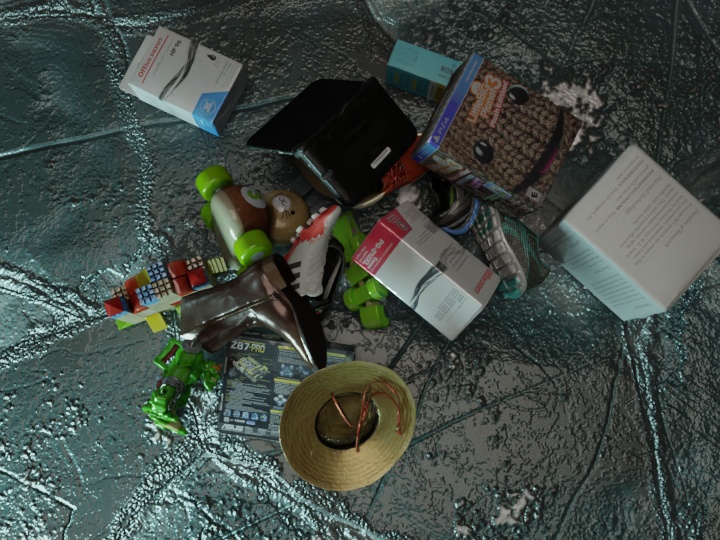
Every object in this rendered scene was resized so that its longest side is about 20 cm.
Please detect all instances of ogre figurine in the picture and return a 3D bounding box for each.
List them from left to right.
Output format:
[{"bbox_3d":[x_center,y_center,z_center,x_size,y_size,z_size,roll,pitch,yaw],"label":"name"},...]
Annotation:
[{"bbox_3d":[-0.273,0.170,1.071,0.098,0.200,0.120,17,66,15],"label":"ogre figurine"}]

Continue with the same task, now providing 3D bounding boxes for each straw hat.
[{"bbox_3d":[-0.022,0.216,1.055,0.200,0.085,0.202,-1,99,-9],"label":"straw hat"}]

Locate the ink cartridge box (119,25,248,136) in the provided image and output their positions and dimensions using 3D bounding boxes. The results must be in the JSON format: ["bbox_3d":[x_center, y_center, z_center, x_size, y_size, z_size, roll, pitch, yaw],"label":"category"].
[{"bbox_3d":[-0.305,-0.325,1.204,0.199,0.068,0.116,25,82,4],"label":"ink cartridge box"}]

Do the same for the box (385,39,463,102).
[{"bbox_3d":[0.144,-0.315,1.199,0.199,0.082,0.049,21,83,3],"label":"box"}]

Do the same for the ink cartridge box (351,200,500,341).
[{"bbox_3d":[0.106,-0.004,1.111,0.200,0.145,0.084,40,116,5],"label":"ink cartridge box"}]

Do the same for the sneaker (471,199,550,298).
[{"bbox_3d":[0.245,-0.055,1.175,0.091,0.078,0.201,-14,80,-24],"label":"sneaker"}]

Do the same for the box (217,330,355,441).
[{"bbox_3d":[-0.115,0.185,1.118,0.199,0.049,0.162,7,100,2],"label":"box"}]

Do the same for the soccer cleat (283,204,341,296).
[{"bbox_3d":[-0.077,-0.009,1.060,0.085,0.069,0.200,39,110,0],"label":"soccer cleat"}]

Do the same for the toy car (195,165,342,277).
[{"bbox_3d":[-0.133,-0.091,1.138,0.199,0.158,0.165,-25,65,-20],"label":"toy car"}]

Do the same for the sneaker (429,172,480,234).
[{"bbox_3d":[0.157,-0.160,1.158,0.082,0.071,0.201,17,78,-29],"label":"sneaker"}]

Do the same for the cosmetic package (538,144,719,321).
[{"bbox_3d":[0.418,-0.052,1.117,0.200,0.167,0.166,43,83,5],"label":"cosmetic package"}]

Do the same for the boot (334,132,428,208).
[{"bbox_3d":[0.052,-0.157,1.155,0.199,0.107,0.075,-29,107,-3],"label":"boot"}]

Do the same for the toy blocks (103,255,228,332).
[{"bbox_3d":[-0.310,0.028,1.115,0.199,0.137,0.100,-22,82,-4],"label":"toy blocks"}]

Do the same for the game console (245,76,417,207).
[{"bbox_3d":[-0.040,-0.203,1.107,0.176,0.116,0.200,48,58,-13],"label":"game console"}]

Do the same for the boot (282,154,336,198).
[{"bbox_3d":[-0.036,-0.216,1.155,0.166,0.072,0.200,-37,51,-9],"label":"boot"}]

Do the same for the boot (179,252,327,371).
[{"bbox_3d":[-0.164,0.092,1.051,0.199,0.064,0.187,-26,86,21],"label":"boot"}]

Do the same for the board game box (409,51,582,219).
[{"bbox_3d":[0.205,-0.201,1.093,0.199,0.097,0.160,28,80,-8],"label":"board game box"}]

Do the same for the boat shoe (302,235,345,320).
[{"bbox_3d":[-0.081,0.041,1.128,0.073,0.063,0.202,20,103,-13],"label":"boat shoe"}]

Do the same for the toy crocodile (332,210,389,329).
[{"bbox_3d":[0.000,0.000,1.162,0.067,0.062,0.201,-28,75,31],"label":"toy crocodile"}]
